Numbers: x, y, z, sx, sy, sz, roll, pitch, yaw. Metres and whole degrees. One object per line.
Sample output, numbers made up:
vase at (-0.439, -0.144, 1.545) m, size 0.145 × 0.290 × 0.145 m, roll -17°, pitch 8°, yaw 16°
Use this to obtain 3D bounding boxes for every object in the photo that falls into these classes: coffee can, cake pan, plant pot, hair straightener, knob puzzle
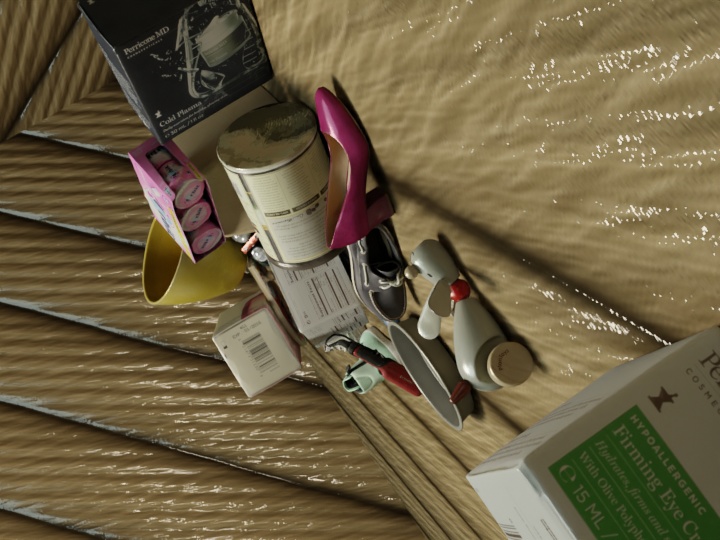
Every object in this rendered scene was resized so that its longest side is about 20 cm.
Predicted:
coffee can at (-0.104, -0.120, 1.264) m, size 0.146 × 0.146 × 0.200 m, roll 47°, pitch 164°, yaw 44°
cake pan at (0.112, 0.156, 1.358) m, size 0.200 × 0.037 × 0.200 m, roll 55°, pitch 169°, yaw 16°
plant pot at (-0.197, -0.176, 1.443) m, size 0.200 × 0.177 × 0.200 m, roll 47°, pitch 164°, yaw 45°
hair straightener at (0.022, 0.162, 1.545) m, size 0.200 × 0.041 × 0.077 m, roll 26°, pitch -179°, yaw -19°
plant pot at (-0.287, -0.026, 1.562) m, size 0.142 × 0.200 × 0.200 m, roll 13°, pitch -164°, yaw -32°
knob puzzle at (-0.144, 0.051, 1.601) m, size 0.220 × 0.030 × 0.220 m, roll 60°, pitch 180°, yaw 1°

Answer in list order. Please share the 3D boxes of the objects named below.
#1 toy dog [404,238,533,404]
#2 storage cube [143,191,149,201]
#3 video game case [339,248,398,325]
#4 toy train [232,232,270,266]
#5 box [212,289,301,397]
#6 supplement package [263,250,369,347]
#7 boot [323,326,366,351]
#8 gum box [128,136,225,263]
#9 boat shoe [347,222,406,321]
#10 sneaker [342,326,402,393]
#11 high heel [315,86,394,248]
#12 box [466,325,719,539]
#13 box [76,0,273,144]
toy dog at (0.106, 0.071, 0.998) m, size 0.200 × 0.096 × 0.132 m, roll 51°, pitch 167°, yaw 30°
storage cube at (-0.277, -0.145, 1.686) m, size 0.171 × 0.200 × 0.180 m, roll 64°, pitch -152°, yaw -28°
video game case at (0.000, 0.000, 1.477) m, size 0.143 × 0.018 × 0.200 m, roll 42°, pitch 161°, yaw 53°
toy train at (-0.166, -0.091, 1.564) m, size 0.114 × 0.085 × 0.200 m, roll 40°, pitch -145°, yaw -8°
box at (-0.182, 0.124, 1.564) m, size 0.128 × 0.109 × 0.200 m, roll 60°, pitch 180°, yaw -11°
supplement package at (-0.072, 0.031, 1.511) m, size 0.200 × 0.111 × 0.156 m, roll 71°, pitch 173°, yaw -77°
boot at (-0.033, 0.145, 1.812) m, size 0.200 × 0.095 × 0.074 m, roll 61°, pitch 169°, yaw -18°
gum box at (-0.279, -0.112, 1.340) m, size 0.114 × 0.066 × 0.200 m, roll 46°, pitch 162°, yaw 21°
boat shoe at (0.027, 0.002, 1.223) m, size 0.063 × 0.073 × 0.200 m, roll 48°, pitch 161°, yaw 54°
sneaker at (0.004, 0.174, 1.675) m, size 0.074 × 0.118 × 0.200 m, roll 58°, pitch 170°, yaw -12°
high heel at (-0.033, -0.122, 1.076) m, size 0.200 × 0.096 × 0.067 m, roll 63°, pitch 168°, yaw -25°
box at (0.213, 0.179, 0.628) m, size 0.199 × 0.171 × 0.200 m, roll 56°, pitch 168°, yaw 11°
box at (-0.252, -0.320, 1.222) m, size 0.124 × 0.200 × 0.197 m, roll 49°, pitch 167°, yaw 30°
